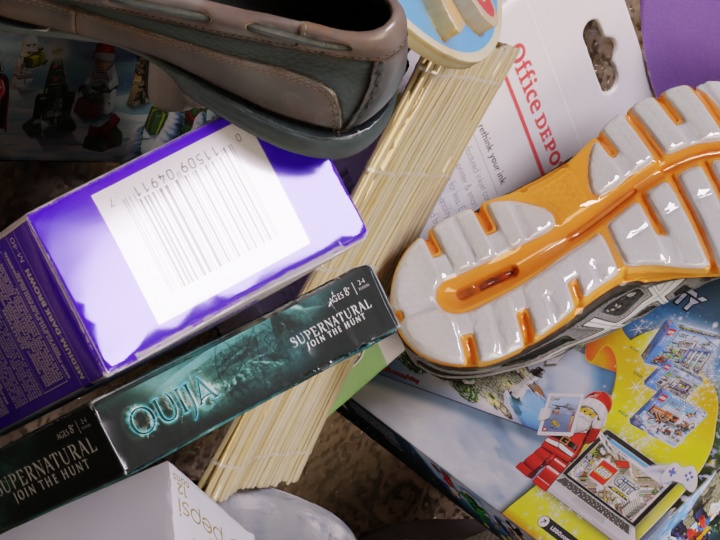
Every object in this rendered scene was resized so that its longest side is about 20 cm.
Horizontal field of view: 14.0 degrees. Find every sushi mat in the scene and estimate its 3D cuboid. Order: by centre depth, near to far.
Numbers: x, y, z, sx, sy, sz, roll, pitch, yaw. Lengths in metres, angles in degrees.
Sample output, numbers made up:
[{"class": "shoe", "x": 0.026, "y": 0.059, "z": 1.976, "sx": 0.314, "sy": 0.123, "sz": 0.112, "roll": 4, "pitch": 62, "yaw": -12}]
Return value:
[{"class": "sushi mat", "x": 0.000, "y": 0.000, "z": 1.113, "sx": 0.201, "sy": 0.012, "sz": 0.096, "roll": -63, "pitch": 165, "yaw": 12}]

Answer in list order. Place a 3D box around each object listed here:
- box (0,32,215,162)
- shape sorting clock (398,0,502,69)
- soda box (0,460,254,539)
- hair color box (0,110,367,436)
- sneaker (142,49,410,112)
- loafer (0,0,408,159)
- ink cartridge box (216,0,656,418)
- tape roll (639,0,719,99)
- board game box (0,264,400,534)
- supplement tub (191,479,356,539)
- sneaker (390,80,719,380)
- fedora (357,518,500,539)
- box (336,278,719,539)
[{"class": "box", "x": -0.128, "y": -0.108, "z": 1.046, "sx": 0.199, "sy": 0.040, "sz": 0.138, "roll": -2, "pitch": 114, "yaw": -40}, {"class": "shape sorting clock", "x": -0.004, "y": -0.163, "z": 1.025, "sx": 0.039, "sy": 0.201, "sz": 0.200, "roll": -31, "pitch": 141, "yaw": 21}, {"class": "soda box", "x": -0.136, "y": 0.146, "z": 1.096, "sx": 0.199, "sy": 0.068, "sz": 0.064, "roll": -24, "pitch": 139, "yaw": 19}, {"class": "hair color box", "x": -0.089, "y": 0.005, "z": 1.038, "sx": 0.109, "sy": 0.200, "sz": 0.065, "roll": -28, "pitch": 92, "yaw": -25}, {"class": "sneaker", "x": -0.005, "y": -0.098, "z": 1.086, "sx": 0.200, "sy": 0.080, "sz": 0.074, "roll": -48, "pitch": 152, "yaw": -54}, {"class": "loafer", "x": -0.074, "y": -0.106, "z": 0.944, "sx": 0.063, "sy": 0.199, "sz": 0.072, "roll": 116, "pitch": -2, "yaw": -59}, {"class": "ink cartridge box", "x": 0.020, "y": -0.051, "z": 1.186, "sx": 0.200, "sy": 0.067, "sz": 0.117, "roll": -40, "pitch": 136, "yaw": -15}, {"class": "tape roll", "x": 0.194, "y": -0.143, "z": 1.241, "sx": 0.200, "sy": 0.065, "sz": 0.201, "roll": -28, "pitch": 125, "yaw": -49}, {"class": "board game box", "x": -0.094, "y": 0.060, "z": 1.033, "sx": 0.135, "sy": 0.200, "sz": 0.028, "roll": -27, "pitch": 90, "yaw": -42}, {"class": "supplement tub", "x": -0.060, "y": 0.195, "z": 1.155, "sx": 0.122, "sy": 0.122, "sz": 0.201, "roll": 35, "pitch": 47, "yaw": -46}, {"class": "sneaker", "x": 0.099, "y": -0.013, "z": 1.164, "sx": 0.199, "sy": 0.079, "sz": 0.077, "roll": -20, "pitch": 165, "yaw": -11}, {"class": "fedora", "x": 0.035, "y": 0.172, "z": 1.312, "sx": 0.199, "sy": 0.090, "sz": 0.177, "roll": -35, "pitch": 131, "yaw": -12}, {"class": "box", "x": 0.085, "y": 0.043, "z": 1.201, "sx": 0.137, "sy": 0.200, "sz": 0.038, "roll": -43, "pitch": 137, "yaw": -12}]
